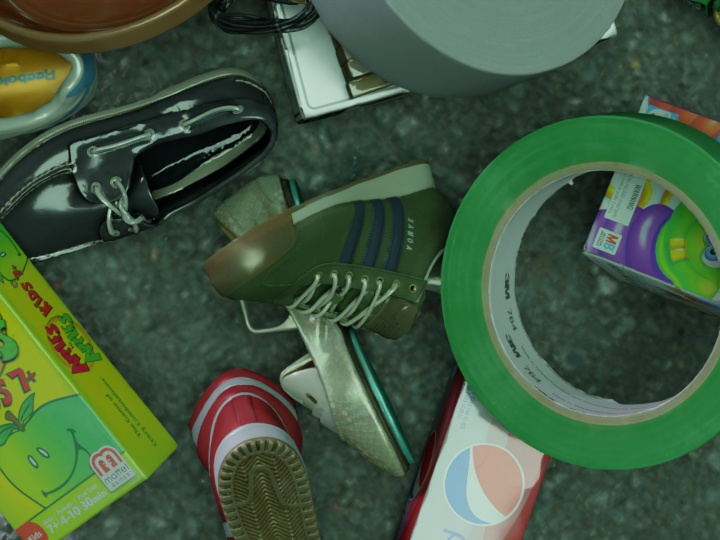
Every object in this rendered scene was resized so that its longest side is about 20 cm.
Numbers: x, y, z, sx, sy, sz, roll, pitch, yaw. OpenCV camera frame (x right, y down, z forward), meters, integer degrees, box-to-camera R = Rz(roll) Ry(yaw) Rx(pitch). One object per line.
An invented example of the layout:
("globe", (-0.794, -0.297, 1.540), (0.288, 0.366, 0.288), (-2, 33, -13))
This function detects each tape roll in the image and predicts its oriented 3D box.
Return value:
("tape roll", (0.146, 0.011, 1.356), (0.199, 0.048, 0.202), (3, 98, 23))
("tape roll", (0.058, -0.200, 1.335), (0.199, 0.066, 0.201), (7, 77, -30))

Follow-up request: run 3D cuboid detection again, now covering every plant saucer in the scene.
("plant saucer", (-0.146, -0.211, 1.388), (0.199, 0.032, 0.201), (-7, 60, 12))

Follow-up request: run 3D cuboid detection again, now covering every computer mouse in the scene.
("computer mouse", (-0.105, -0.173, 1.397), (0.199, 0.034, 0.059), (22, 75, 28))

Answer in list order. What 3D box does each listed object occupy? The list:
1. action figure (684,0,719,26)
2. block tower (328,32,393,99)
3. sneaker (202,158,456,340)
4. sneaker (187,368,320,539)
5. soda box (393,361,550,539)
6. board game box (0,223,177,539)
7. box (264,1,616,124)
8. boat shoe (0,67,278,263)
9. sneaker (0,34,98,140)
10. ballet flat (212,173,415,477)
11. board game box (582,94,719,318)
("action figure", (0.275, -0.129, 1.452), (0.200, 0.118, 0.055), (35, 100, 3))
("block tower", (-0.011, -0.204, 1.374), (0.054, 0.058, 0.201), (-19, 92, -4))
("sneaker", (0.000, 0.000, 1.379), (0.067, 0.200, 0.090), (-36, 82, 38))
("sneaker", (-0.058, 0.154, 1.439), (0.071, 0.113, 0.201), (-9, 122, -8))
("soda box", (0.060, 0.159, 1.445), (0.070, 0.063, 0.201), (19, 89, -6))
("board game box", (-0.211, 0.059, 1.400), (0.101, 0.048, 0.200), (-36, 95, 29))
("box", (0.042, -0.170, 1.438), (0.199, 0.060, 0.117), (-16, 92, -6))
("boat shoe", (-0.139, -0.056, 1.411), (0.199, 0.063, 0.073), (-27, 121, -6))
("sneaker", (-0.254, -0.103, 1.399), (0.199, 0.081, 0.077), (-18, 94, -4))
("ballet flat", (-0.032, 0.040, 1.437), (0.062, 0.067, 0.201), (-24, 84, 2))
("board game box", (0.249, -0.015, 1.403), (0.199, 0.105, 0.103), (22, 89, 19))
